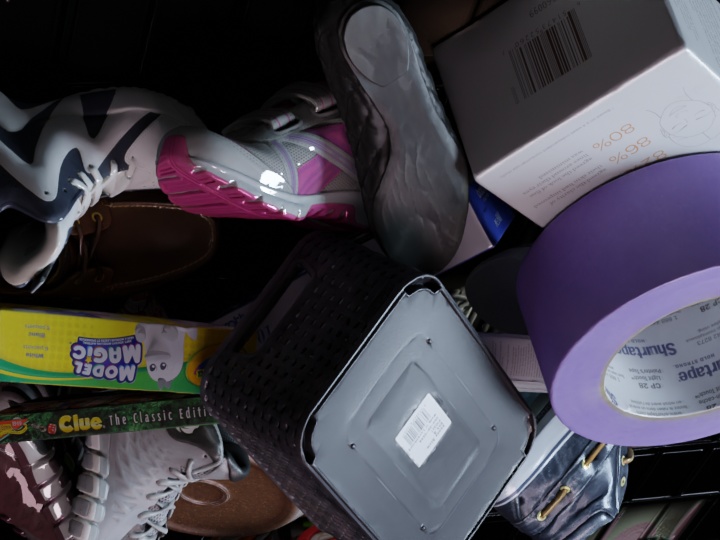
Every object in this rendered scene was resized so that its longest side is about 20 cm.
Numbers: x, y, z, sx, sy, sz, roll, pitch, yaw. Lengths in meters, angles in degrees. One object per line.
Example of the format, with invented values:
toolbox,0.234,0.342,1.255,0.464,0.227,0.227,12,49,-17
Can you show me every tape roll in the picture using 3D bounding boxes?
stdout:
tape roll,0.204,0.022,1.290,0.199,0.085,0.200,-11,146,-7

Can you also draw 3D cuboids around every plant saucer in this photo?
plant saucer,-0.116,0.152,1.545,0.200,0.037,0.201,4,146,3

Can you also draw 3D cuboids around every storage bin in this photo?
storage bin,0.010,0.087,1.273,0.135,0.094,0.200,-53,139,-15

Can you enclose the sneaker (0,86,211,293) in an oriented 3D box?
sneaker,-0.170,-0.040,1.199,0.199,0.130,0.080,8,141,-33

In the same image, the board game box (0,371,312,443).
board game box,-0.136,0.090,1.362,0.199,0.024,0.105,-6,180,10

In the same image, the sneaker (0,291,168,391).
sneaker,-0.225,0.058,1.384,0.201,0.067,0.108,-25,144,9

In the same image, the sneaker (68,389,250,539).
sneaker,-0.136,0.156,1.439,0.115,0.201,0.075,7,-174,17

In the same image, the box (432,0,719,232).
box,0.168,-0.097,1.278,0.152,0.107,0.200,-32,144,22

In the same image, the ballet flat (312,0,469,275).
ballet flat,0.021,-0.084,1.217,0.066,0.057,0.200,-21,122,-7

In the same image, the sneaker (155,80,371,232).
sneaker,-0.046,-0.073,1.240,0.081,0.089,0.200,4,178,38

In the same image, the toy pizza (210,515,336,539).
toy pizza,-0.057,0.214,1.608,0.200,0.200,0.032,-23,113,11

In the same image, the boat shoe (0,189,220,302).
boat shoe,-0.181,-0.011,1.273,0.199,0.068,0.072,-5,102,-15

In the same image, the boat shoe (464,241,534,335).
boat shoe,0.173,-0.007,1.451,0.200,0.093,0.075,-7,116,41

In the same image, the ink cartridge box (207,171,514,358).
ink cartridge box,0.000,0.000,1.369,0.200,0.044,0.094,-28,-174,17

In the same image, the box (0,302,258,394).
box,-0.176,0.046,1.252,0.200,0.049,0.117,8,178,-32

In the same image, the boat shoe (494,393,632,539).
boat shoe,0.181,0.120,1.559,0.200,0.071,0.091,-46,107,-3

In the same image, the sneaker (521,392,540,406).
sneaker,0.106,0.135,1.628,0.200,0.082,0.074,-24,146,14

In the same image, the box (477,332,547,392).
box,0.098,0.066,1.465,0.144,0.036,0.200,6,174,-25

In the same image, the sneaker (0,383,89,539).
sneaker,-0.252,0.162,1.502,0.115,0.076,0.200,-11,119,18
